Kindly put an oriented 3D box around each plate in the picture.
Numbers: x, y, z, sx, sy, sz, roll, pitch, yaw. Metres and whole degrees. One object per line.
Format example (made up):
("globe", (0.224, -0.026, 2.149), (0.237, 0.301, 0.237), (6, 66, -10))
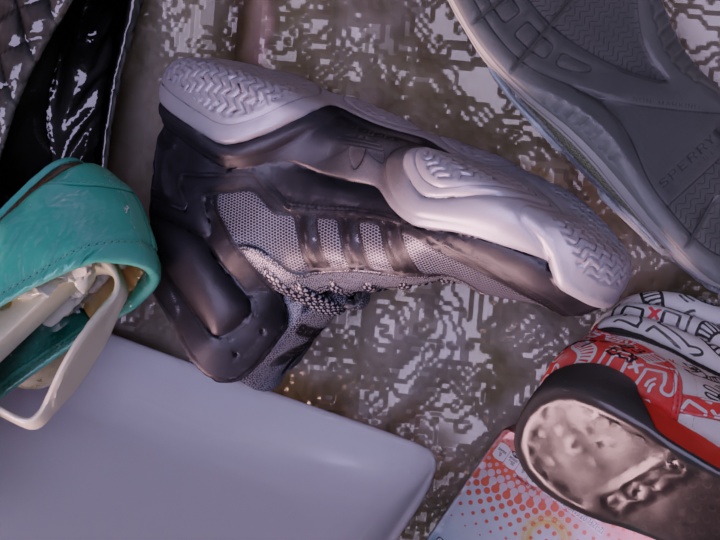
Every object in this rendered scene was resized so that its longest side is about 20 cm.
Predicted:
("plate", (-0.098, 0.113, 0.917), (0.200, 0.200, 0.032), (18, 137, 18))

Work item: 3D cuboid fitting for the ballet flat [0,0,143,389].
("ballet flat", (-0.120, -0.053, 0.951), (0.057, 0.066, 0.200), (4, 88, 43))

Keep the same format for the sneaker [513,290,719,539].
("sneaker", (0.161, 0.080, 0.891), (0.201, 0.108, 0.067), (32, 123, 8))

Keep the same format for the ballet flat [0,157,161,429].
("ballet flat", (-0.153, 0.043, 0.895), (0.200, 0.067, 0.070), (-42, 60, -4))

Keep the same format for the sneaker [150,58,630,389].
("sneaker", (0.000, 0.000, 0.926), (0.200, 0.075, 0.114), (24, 102, 21))

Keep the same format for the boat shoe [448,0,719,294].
("boat shoe", (0.092, -0.074, 0.922), (0.074, 0.065, 0.202), (-40, 86, -11))

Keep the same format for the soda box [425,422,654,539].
("soda box", (0.123, 0.140, 0.919), (0.200, 0.064, 0.068), (37, 102, 13))
